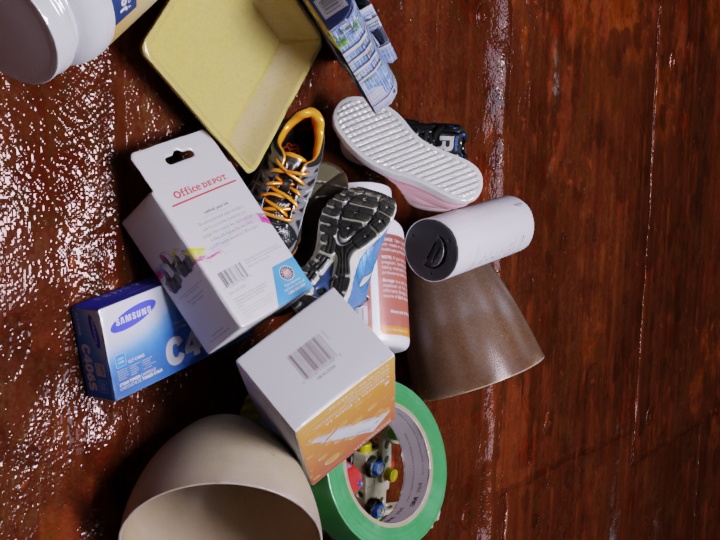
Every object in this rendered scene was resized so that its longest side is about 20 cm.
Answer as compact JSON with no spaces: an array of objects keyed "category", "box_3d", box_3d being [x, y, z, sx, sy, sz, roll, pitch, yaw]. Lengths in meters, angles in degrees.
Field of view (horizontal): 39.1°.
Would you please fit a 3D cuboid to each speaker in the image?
[{"category":"speaker","box_3d":[0.143,-0.043,1.299,0.200,0.081,0.081,-19,110,-51]}]

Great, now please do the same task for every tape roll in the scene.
[{"category":"tape roll","box_3d":[0.020,0.233,1.215,0.200,0.048,0.201,16,66,-41]}]

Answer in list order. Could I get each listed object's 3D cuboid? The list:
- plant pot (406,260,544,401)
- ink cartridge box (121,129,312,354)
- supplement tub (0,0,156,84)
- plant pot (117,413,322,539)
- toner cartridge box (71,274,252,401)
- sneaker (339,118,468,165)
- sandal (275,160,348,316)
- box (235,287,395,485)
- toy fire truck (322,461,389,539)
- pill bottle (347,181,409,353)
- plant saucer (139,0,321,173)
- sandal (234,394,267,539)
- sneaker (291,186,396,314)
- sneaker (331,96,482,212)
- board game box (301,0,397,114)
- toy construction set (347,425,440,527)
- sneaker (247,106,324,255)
[{"category":"plant pot","box_3d":[0.132,0.054,1.397,0.187,0.187,0.200,-20,92,-51]},{"category":"ink cartridge box","box_3d":[-0.154,-0.032,1.022,0.115,0.068,0.200,-30,86,-49]},{"category":"supplement tub","box_3d":[-0.239,-0.263,0.846,0.200,0.144,0.144,-56,136,-33]},{"category":"plant pot","box_3d":[-0.142,0.228,1.049,0.135,0.200,0.200,-97,163,-49]},{"category":"toner cartridge box","box_3d":[-0.196,0.052,1.040,0.200,0.043,0.095,-26,114,-50]},{"category":"sneaker","box_3d":[0.071,-0.171,1.316,0.200,0.112,0.073,-6,99,-54]},{"category":"sandal","box_3d":[-0.076,-0.037,1.174,0.082,0.055,0.200,20,73,-12]},{"category":"box","box_3d":[-0.040,0.126,1.057,0.124,0.097,0.200,-37,158,-14]},{"category":"toy fire truck","box_3d":[0.008,0.334,1.283,0.049,0.141,0.200,-37,124,-45]},{"category":"pill bottle","box_3d":[0.000,0.000,1.231,0.112,0.112,0.200,15,70,-54]},{"category":"plant saucer","box_3d":[-0.141,-0.238,1.068,0.200,0.048,0.200,51,56,-45]},{"category":"sandal","box_3d":[-0.107,0.217,1.179,0.087,0.079,0.200,100,0,-75]},{"category":"sneaker","box_3d":[-0.020,-0.010,1.140,0.089,0.079,0.200,89,26,-57]},{"category":"sneaker","box_3d":[0.047,-0.133,1.245,0.200,0.105,0.075,30,78,-5]},{"category":"board game box","box_3d":[-0.017,-0.282,1.147,0.062,0.200,0.200,-33,148,4]},{"category":"toy construction set","box_3d":[0.040,0.267,1.372,0.131,0.092,0.200,-19,100,-52]},{"category":"sneaker","box_3d":[-0.086,-0.094,1.115,0.078,0.077,0.200,17,68,-12]}]
